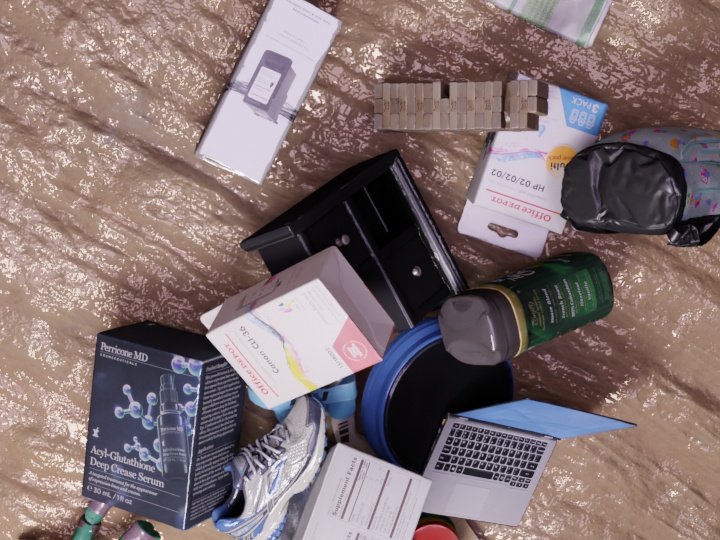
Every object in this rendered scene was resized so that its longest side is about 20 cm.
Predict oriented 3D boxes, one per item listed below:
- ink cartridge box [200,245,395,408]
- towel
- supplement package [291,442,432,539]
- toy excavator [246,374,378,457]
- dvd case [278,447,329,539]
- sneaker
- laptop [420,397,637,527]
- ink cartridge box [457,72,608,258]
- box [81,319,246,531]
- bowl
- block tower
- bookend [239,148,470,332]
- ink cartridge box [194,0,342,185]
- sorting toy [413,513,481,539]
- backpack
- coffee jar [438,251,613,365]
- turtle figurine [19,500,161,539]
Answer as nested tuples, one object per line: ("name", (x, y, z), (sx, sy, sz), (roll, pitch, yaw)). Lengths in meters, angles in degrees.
("ink cartridge box", (-0.078, 0.070, 1.320), (0.199, 0.068, 0.117), (-26, 113, 31))
("towel", (0.209, -0.363, 1.427), (0.199, 0.031, 0.150), (24, 98, -7))
("supplement package", (-0.010, 0.287, 1.377), (0.110, 0.200, 0.157), (21, 78, -2))
("toy excavator", (-0.035, 0.164, 1.491), (0.193, 0.100, 0.201), (-7, 115, -3))
("dvd case", (-0.054, 0.308, 1.503), (0.146, 0.022, 0.200), (-43, 80, 1))
("sneaker", (-0.105, 0.225, 1.406), (0.085, 0.077, 0.201), (21, 101, -26))
("laptop", (0.188, 0.230, 1.457), (0.186, 0.116, 0.201), (16, 101, -35))
("ink cartridge box", (0.198, -0.118, 1.453), (0.114, 0.068, 0.201), (17, 99, -6))
("box", (-0.225, 0.176, 1.437), (0.147, 0.107, 0.202), (11, 100, 24))
("bowl", (0.097, 0.154, 1.471), (0.199, 0.039, 0.202), (-10, 111, -27))
("block tower", (0.108, -0.184, 1.400), (0.198, 0.058, 0.055), (2, 92, 23))
("bookend", (0.000, 0.000, 1.396), (0.200, 0.092, 0.200), (-37, 103, -41))
("ink cartridge box", (-0.104, -0.206, 1.380), (0.083, 0.145, 0.201), (26, 98, -10))
("sorting toy", (0.070, 0.399, 1.542), (0.199, 0.070, 0.199), (-35, 100, 4))
("backpack", (0.340, -0.100, 1.404), (0.166, 0.199, 0.128), (18, 108, 39))
("coffee jar", (0.189, 0.043, 1.421), (0.199, 0.104, 0.086), (-20, 98, -35))
("turtle figurine", (-0.344, 0.366, 1.502), (0.150, 0.101, 0.200), (42, 90, -9))
